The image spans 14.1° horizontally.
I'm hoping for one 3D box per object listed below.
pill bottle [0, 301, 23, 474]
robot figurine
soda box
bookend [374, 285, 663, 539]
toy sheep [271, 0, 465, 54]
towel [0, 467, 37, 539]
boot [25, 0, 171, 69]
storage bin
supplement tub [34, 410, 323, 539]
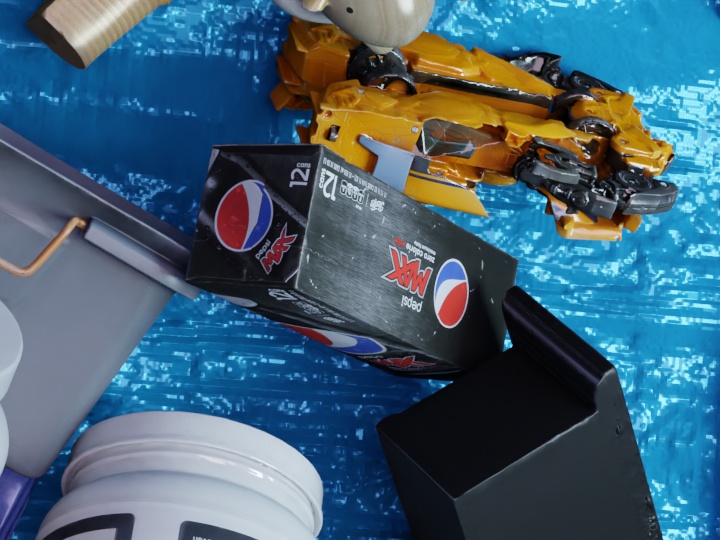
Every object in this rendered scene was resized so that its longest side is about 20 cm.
[{"bbox_3d":[-0.222,0.096,1.286,0.112,0.112,0.200,18,121,-17],"label":"pill bottle"},{"bbox_3d":[0.060,-0.068,1.441,0.199,0.145,0.058,13,119,-18],"label":"robot figurine"},{"bbox_3d":[0.000,0.000,1.388,0.200,0.063,0.071,27,70,-56],"label":"soda box"},{"bbox_3d":[0.041,0.149,1.407,0.200,0.092,0.199,-31,128,-15],"label":"bookend"},{"bbox_3d":[-0.011,-0.187,1.377,0.137,0.138,0.200,-11,55,-17],"label":"toy sheep"},{"bbox_3d":[-0.268,0.114,1.385,0.200,0.024,0.145,30,81,-16],"label":"towel"},{"bbox_3d":[-0.150,-0.211,1.402,0.201,0.071,0.144,46,73,-18],"label":"boot"},{"bbox_3d":[-0.184,0.002,1.359,0.200,0.146,0.135,30,92,-16],"label":"storage bin"},{"bbox_3d":[-0.090,0.181,1.335,0.140,0.140,0.201,19,57,-17],"label":"supplement tub"}]
